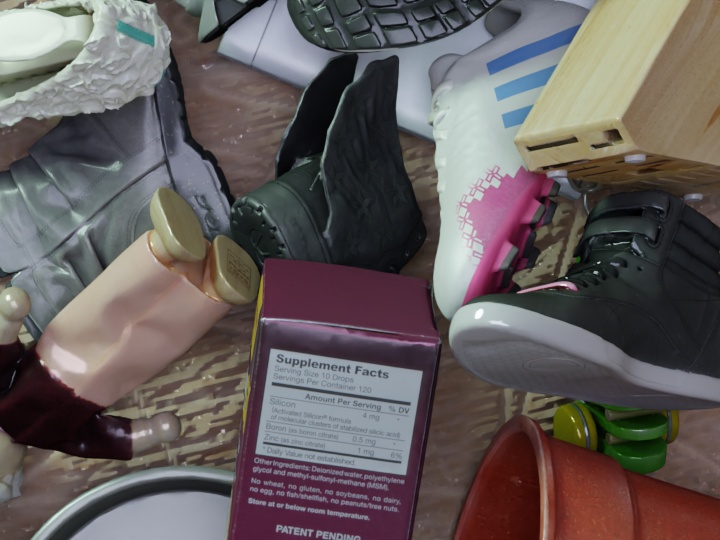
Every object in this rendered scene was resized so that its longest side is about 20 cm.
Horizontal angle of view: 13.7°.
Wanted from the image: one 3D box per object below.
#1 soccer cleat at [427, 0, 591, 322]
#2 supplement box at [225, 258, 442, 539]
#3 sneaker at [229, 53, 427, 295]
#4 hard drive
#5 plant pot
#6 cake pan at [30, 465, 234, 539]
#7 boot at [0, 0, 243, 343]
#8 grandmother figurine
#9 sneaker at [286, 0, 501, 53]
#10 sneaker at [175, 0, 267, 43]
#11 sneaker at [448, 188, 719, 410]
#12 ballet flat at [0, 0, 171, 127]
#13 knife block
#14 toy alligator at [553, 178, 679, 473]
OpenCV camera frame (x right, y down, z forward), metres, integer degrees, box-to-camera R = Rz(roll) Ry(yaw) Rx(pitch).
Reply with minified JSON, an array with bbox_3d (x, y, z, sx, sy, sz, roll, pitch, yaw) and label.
[{"bbox_3d":[0.061,-0.057,1.455,0.086,0.070,0.200,22,53,8],"label":"soccer cleat"},{"bbox_3d":[-0.018,0.107,1.418,0.085,0.110,0.201,8,104,-3],"label":"supplement box"},{"bbox_3d":[-0.002,0.000,1.501,0.104,0.060,0.200,-35,119,-33],"label":"sneaker"},{"bbox_3d":[0.043,-0.134,1.530,0.199,0.027,0.132,22,88,-2],"label":"hard drive"},{"bbox_3d":[0.149,0.188,1.454,0.195,0.201,0.201,13,88,-11],"label":"plant pot"},{"bbox_3d":[-0.088,0.198,1.511,0.200,0.037,0.201,0,88,-2],"label":"cake pan"},{"bbox_3d":[-0.148,-0.064,1.503,0.131,0.070,0.200,-23,85,3],"label":"boot"},{"bbox_3d":[-0.139,0.050,1.475,0.200,0.061,0.121,-38,109,21],"label":"grandmother figurine"},{"bbox_3d":[0.059,-0.155,1.471,0.200,0.088,0.076,-26,81,-6],"label":"sneaker"},{"bbox_3d":[-0.022,-0.205,1.479,0.200,0.074,0.089,-35,89,-1],"label":"sneaker"},{"bbox_3d":[0.107,0.006,1.409,0.071,0.200,0.100,-8,76,38],"label":"sneaker"},{"bbox_3d":[-0.187,-0.103,1.461,0.199,0.072,0.072,-12,89,26],"label":"ballet flat"},{"bbox_3d":[0.153,-0.127,1.453,0.064,0.200,0.176,-11,79,39],"label":"knife block"},{"bbox_3d":[0.130,0.032,1.501,0.059,0.054,0.201,-8,98,-21],"label":"toy alligator"}]
